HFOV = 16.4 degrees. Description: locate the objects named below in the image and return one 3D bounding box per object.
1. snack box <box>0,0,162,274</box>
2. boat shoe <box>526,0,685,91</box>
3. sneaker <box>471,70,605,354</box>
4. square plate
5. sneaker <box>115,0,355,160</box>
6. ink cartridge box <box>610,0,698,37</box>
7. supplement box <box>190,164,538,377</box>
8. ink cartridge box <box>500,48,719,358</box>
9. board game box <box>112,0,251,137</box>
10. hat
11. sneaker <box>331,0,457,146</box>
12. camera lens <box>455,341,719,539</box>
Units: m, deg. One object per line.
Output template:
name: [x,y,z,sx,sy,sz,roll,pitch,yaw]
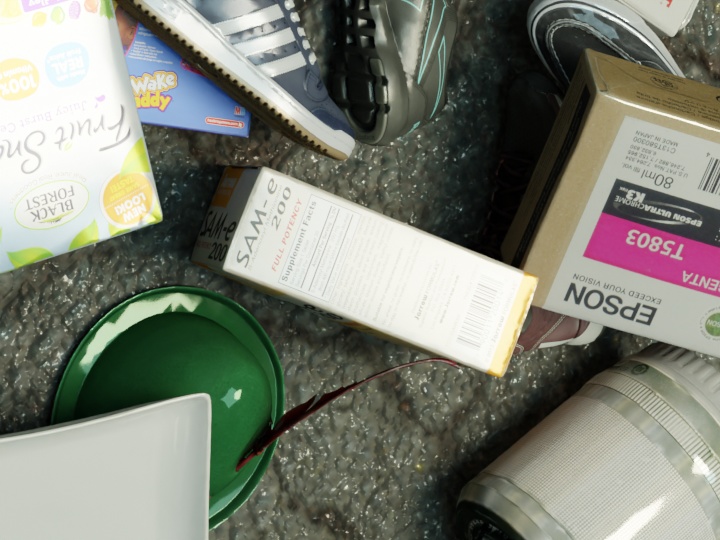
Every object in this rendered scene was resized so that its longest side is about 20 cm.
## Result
snack box: [-0.212,-0.108,1.519,0.141,0.053,0.202,-18,106,-23]
boat shoe: [0.189,-0.109,1.704,0.072,0.068,0.200,-36,108,27]
sneaker: [0.103,-0.030,1.735,0.115,0.076,0.202,-18,106,-21]
square plate: [-0.192,0.168,1.588,0.199,0.028,0.199,-11,128,-19]
sneaker: [-0.058,-0.163,1.582,0.200,0.070,0.109,38,81,-23]
ink cartridge box: [0.157,-0.272,1.722,0.199,0.084,0.147,31,81,-27]
supplement box: [0.000,0.000,1.630,0.199,0.126,0.074,22,87,-13]
ink cartridge box: [0.214,-0.038,1.663,0.199,0.075,0.166,15,117,-11]
board game box: [-0.159,-0.165,1.594,0.199,0.045,0.136,7,94,-28]
hat: [-0.084,0.096,1.594,0.165,0.176,0.201,33,82,-27]
sneaker: [0.020,-0.188,1.680,0.079,0.075,0.202,-14,110,-39]
camera lens: [0.178,0.166,1.751,0.200,0.160,0.161,-38,112,-18]
